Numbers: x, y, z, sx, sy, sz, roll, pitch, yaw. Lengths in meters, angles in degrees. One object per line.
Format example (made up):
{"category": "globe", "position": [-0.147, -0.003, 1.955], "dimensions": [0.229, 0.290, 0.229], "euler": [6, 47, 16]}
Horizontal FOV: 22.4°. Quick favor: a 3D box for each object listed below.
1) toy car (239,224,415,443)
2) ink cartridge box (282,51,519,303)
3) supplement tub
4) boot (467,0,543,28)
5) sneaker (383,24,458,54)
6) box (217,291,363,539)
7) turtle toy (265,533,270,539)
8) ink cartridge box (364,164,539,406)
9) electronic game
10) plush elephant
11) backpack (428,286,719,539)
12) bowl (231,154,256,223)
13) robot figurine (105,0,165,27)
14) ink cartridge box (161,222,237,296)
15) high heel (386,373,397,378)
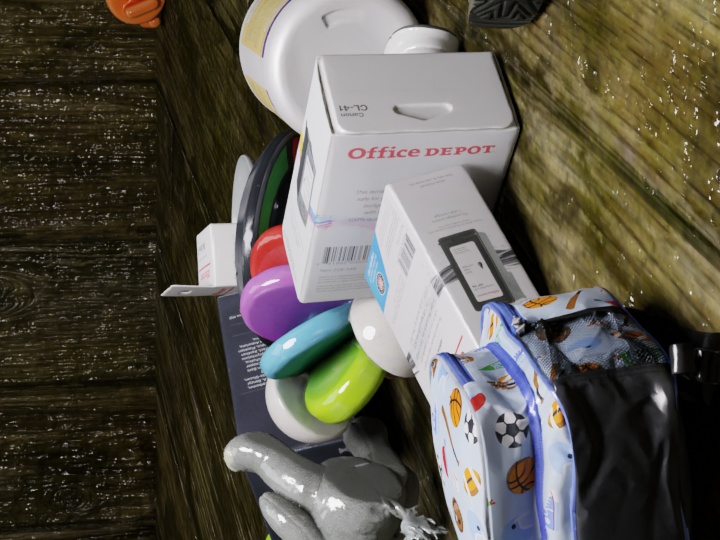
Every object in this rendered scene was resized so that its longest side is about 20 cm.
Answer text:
{"category": "toy car", "position": [-0.031, 0.032, 1.530], "dimensions": [0.175, 0.150, 0.201], "euler": [-39, 31, 36]}
{"category": "ink cartridge box", "position": [0.027, -0.070, 1.400], "dimensions": [0.200, 0.147, 0.086], "euler": [104, 157, -49]}
{"category": "supplement tub", "position": [-0.031, -0.196, 1.636], "dimensions": [0.200, 0.145, 0.146], "euler": [-133, 42, -71]}
{"category": "boot", "position": [0.101, -0.284, 1.236], "dimensions": [0.182, 0.072, 0.201], "euler": [142, 131, -72]}
{"category": "sneaker", "position": [0.035, -0.108, 1.499], "dimensions": [0.200, 0.074, 0.087], "euler": [101, 170, -50]}
{"category": "box", "position": [-0.056, 0.145, 1.776], "dimensions": [0.197, 0.117, 0.201], "euler": [76, -179, -51]}
{"category": "turtle toy", "position": [-0.054, 0.345, 1.942], "dimensions": [0.146, 0.101, 0.201], "euler": [-122, 32, -66]}
{"category": "ink cartridge box", "position": [0.078, 0.039, 1.314], "dimensions": [0.116, 0.068, 0.200], "euler": [103, 147, -52]}
{"category": "electronic game", "position": [-0.065, -0.029, 1.657], "dimensions": [0.200, 0.041, 0.201], "euler": [5, -90, -71]}
{"category": "plush elephant", "position": [-0.013, 0.239, 1.563], "dimensions": [0.200, 0.164, 0.155], "euler": [37, 122, 40]}
{"category": "backpack", "position": [0.118, 0.103, 1.045], "dimensions": [0.191, 0.153, 0.201], "euler": [-97, 5, -70]}
{"category": "bowl", "position": [-0.087, -0.031, 2.046], "dimensions": [0.201, 0.090, 0.202], "euler": [178, 90, -77]}
{"category": "robot figurine", "position": [-0.432, -0.533, 3.441], "dimensions": [0.117, 0.143, 0.200], "euler": [-59, 22, 12]}
{"category": "ink cartridge box", "position": [-0.104, -0.013, 1.871], "dimensions": [0.117, 0.199, 0.068], "euler": [156, 111, -76]}
{"category": "high heel", "position": [0.000, 0.000, 1.700], "dimensions": [0.096, 0.067, 0.201], "euler": [-155, 59, -64]}
